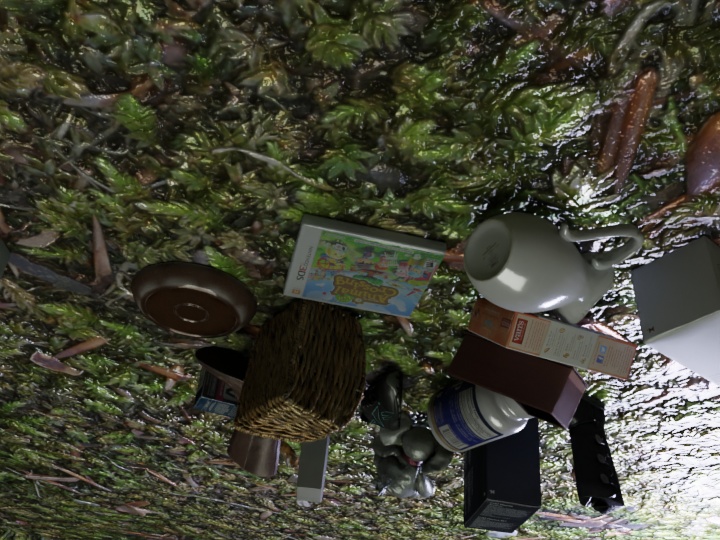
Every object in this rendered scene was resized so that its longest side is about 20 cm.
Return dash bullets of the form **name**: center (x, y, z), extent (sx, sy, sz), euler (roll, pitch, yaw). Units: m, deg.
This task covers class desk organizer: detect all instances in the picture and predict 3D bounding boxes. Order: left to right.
- **desk organizer**: center (0.238, 0.167, 1.099), extent (0.200, 0.077, 0.072), euler (16, 160, 45)

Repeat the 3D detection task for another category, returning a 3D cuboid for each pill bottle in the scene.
- **pill bottle**: center (0.223, 0.236, 1.242), extent (0.119, 0.120, 0.200), euler (26, 140, -28)

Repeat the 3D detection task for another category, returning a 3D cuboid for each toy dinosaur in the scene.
- **toy dinosaur**: center (-0.174, 0.296, 1.275), extent (0.106, 0.060, 0.200), euler (-29, 139, -7)

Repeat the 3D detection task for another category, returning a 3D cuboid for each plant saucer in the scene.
- **plant saucer**: center (-0.265, 0.057, 1.124), extent (0.199, 0.032, 0.200), euler (4, 146, 3)

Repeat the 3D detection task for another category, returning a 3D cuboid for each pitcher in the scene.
- **pitcher**: center (0.243, -0.017, 0.894), extent (0.200, 0.121, 0.172), euler (17, 130, -34)

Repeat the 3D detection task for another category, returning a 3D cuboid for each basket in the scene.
- **basket**: center (-0.086, 0.164, 1.105), extent (0.143, 0.200, 0.149), euler (31, 136, -26)

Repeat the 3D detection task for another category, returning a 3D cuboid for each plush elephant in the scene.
- **plush elephant**: center (0.106, 0.374, 1.449), extent (0.155, 0.165, 0.200), euler (-50, 163, 10)

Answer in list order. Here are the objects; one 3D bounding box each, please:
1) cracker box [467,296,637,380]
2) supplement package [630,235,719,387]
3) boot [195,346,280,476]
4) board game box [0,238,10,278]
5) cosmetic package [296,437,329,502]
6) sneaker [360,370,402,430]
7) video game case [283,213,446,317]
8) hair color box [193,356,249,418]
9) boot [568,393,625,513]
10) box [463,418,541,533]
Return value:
- **cracker box**: center (0.274, 0.096, 1.033), extent (0.199, 0.058, 0.134), euler (15, -178, -16)
- **supplement package**: center (0.480, 0.063, 0.963), extent (0.200, 0.117, 0.117), euler (26, 141, -29)
- **boot**: center (-0.208, 0.242, 1.195), extent (0.186, 0.064, 0.201), euler (24, 121, 15)
- **board game box**: center (-0.622, -0.047, 0.991), extent (0.199, 0.064, 0.148), euler (2, 144, 2)
- **cosmetic package**: center (-0.083, 0.321, 1.331), extent (0.050, 0.201, 0.083), euler (5, 146, 1)
- **sneaker**: center (0.039, 0.247, 1.321), extent (0.079, 0.076, 0.200), euler (5, 145, 3)
- **video game case**: center (0.000, 0.000, 1.016), extent (0.199, 0.022, 0.182), euler (11, 145, -9)
- **hair color box**: center (-0.189, 0.217, 1.283), extent (0.199, 0.100, 0.061), euler (18, 143, -19)
- **boot**: center (0.382, 0.314, 1.262), extent (0.164, 0.201, 0.066), euler (18, 143, -18)
- **box**: center (0.268, 0.377, 1.368), extent (0.104, 0.201, 0.182), euler (8, 146, -1)
